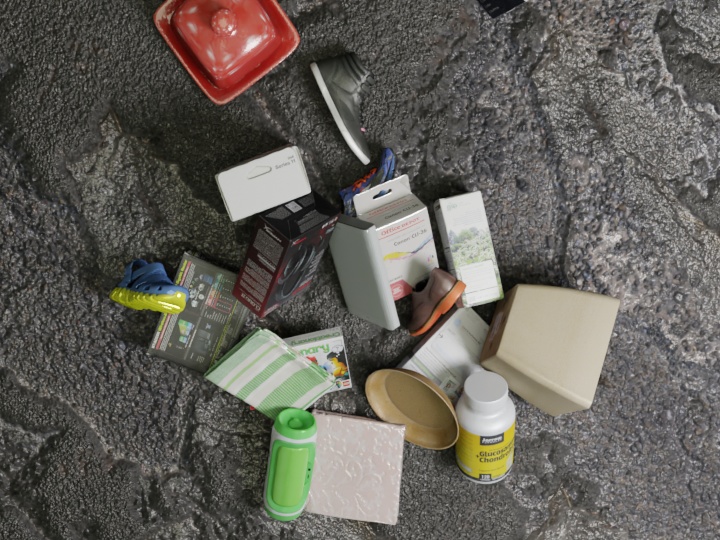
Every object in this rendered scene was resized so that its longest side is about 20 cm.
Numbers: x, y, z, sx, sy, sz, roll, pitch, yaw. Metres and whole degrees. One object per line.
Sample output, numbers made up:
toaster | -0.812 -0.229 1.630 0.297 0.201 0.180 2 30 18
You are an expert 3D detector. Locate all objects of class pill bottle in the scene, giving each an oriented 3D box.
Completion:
pill bottle | 0.230 0.289 1.590 0.110 0.113 0.203 -8 126 -4

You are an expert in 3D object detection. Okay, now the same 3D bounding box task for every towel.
towel | -0.013 0.374 1.634 0.187 0.032 0.204 6 99 8
towel | -0.159 0.195 1.550 0.152 0.024 0.199 -40 124 17

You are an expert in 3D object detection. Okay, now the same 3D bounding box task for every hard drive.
hard drive | 0.000 0.000 1.522 0.026 0.131 0.203 -32 122 -29

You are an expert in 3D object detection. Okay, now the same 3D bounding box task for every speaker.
speaker | -0.131 0.361 1.593 0.087 0.089 0.203 7 113 -7

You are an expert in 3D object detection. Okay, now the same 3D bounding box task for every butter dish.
butter dish | -0.228 -0.412 1.446 0.198 0.148 0.201 -37 101 2

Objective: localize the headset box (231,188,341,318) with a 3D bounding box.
headset box | -0.131 -0.022 1.477 0.077 0.148 0.202 37 128 16

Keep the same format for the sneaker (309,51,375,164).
sneaker | -0.005 -0.296 1.526 0.098 0.071 0.202 -26 97 4

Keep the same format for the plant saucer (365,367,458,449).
plant saucer | 0.101 0.248 1.591 0.201 0.199 0.036 49 52 -10

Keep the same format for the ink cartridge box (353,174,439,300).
ink cartridge box | 0.066 -0.056 1.529 0.115 0.068 0.202 -24 125 -11

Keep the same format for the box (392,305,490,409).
box | 0.179 0.181 1.638 0.156 0.041 0.200 43 93 -11

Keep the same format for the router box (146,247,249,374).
router box | -0.285 0.080 1.562 0.148 0.062 0.203 22 96 -10

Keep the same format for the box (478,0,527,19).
box | 0.228 -0.552 1.444 0.124 0.200 0.197 -45 101 1

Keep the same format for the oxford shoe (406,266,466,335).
oxford shoe | 0.122 0.053 1.553 0.072 0.200 0.071 40 54 3

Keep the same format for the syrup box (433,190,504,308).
syrup box | 0.196 -0.038 1.567 0.077 0.081 0.204 -13 87 -4

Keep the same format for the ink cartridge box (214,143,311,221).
ink cartridge box | -0.165 -0.154 1.467 0.144 0.200 0.084 -20 100 -2

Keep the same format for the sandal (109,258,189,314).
sandal | -0.367 0.024 1.500 0.079 0.198 0.088 33 71 -44

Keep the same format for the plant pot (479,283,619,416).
plant pot | 0.326 0.129 1.547 0.175 0.200 0.203 21 75 -2

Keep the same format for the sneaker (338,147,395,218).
sneaker | 0.002 -0.135 1.554 0.078 0.075 0.202 29 94 -6

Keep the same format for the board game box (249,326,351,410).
board game box | -0.121 0.181 1.586 0.196 0.035 0.128 -13 125 -4
